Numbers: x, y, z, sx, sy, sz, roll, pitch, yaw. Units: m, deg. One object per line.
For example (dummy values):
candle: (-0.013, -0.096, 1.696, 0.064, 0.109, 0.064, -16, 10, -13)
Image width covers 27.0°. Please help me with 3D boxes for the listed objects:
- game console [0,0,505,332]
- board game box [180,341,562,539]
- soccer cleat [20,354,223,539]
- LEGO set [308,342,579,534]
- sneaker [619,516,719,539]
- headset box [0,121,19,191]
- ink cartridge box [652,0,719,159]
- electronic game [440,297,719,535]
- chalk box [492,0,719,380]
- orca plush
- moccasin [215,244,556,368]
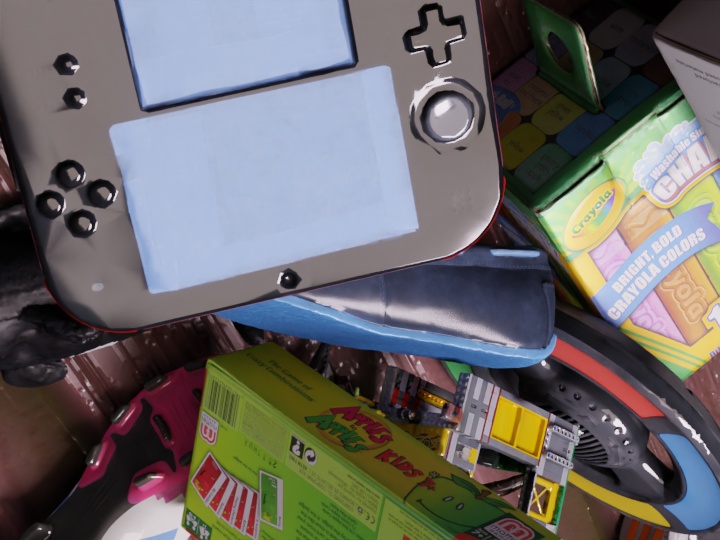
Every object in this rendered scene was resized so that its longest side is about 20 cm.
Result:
game console: (-0.045, -0.072, 0.610, 0.198, 0.031, 0.178, -13, 117, -6)
board game box: (-0.003, 0.126, 0.726, 0.047, 0.199, 0.102, -13, 124, -43)
soccer cleat: (-0.120, 0.130, 0.841, 0.200, 0.070, 0.086, -46, 145, 3)
LEGO set: (0.014, 0.117, 0.793, 0.116, 0.199, 0.155, 28, 80, -42)
sneaker: (0.217, 0.243, 1.021, 0.111, 0.078, 0.201, 10, 112, -25)
headset box: (-0.079, -0.135, 0.704, 0.198, 0.077, 0.150, -11, 120, -15)
ink cartridge box: (0.248, -0.083, 0.713, 0.146, 0.083, 0.200, -46, 129, -6)
electronic game: (0.122, 0.079, 0.831, 0.042, 0.199, 0.200, -51, 126, -19)
chalk box: (0.135, -0.055, 0.804, 0.124, 0.125, 0.200, -39, 123, 0)
orca plush: (-0.140, 0.029, 0.767, 0.198, 0.071, 0.106, 8, 113, -25)
moccasin: (0.000, 0.000, 0.723, 0.199, 0.080, 0.069, 13, 77, -24)
